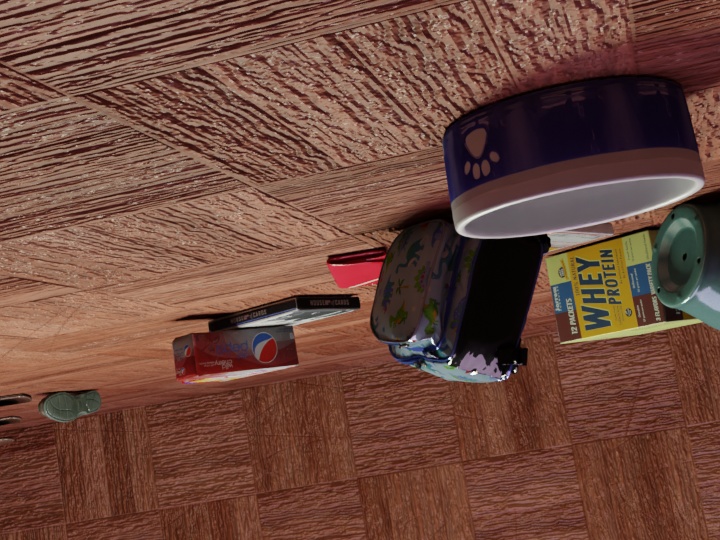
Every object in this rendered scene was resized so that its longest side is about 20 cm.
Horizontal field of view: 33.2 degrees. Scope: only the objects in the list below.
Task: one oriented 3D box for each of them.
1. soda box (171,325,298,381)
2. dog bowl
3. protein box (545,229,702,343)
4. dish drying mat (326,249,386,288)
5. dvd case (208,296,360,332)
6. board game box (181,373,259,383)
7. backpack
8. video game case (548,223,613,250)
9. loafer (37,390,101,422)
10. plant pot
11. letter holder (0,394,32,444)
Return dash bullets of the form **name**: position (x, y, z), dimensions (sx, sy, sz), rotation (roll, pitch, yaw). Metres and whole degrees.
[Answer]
- **soda box**: position (-0.197, 0.131, 1.918), dimensions (0.200, 0.070, 0.063), rotation (-2, 170, -41)
- **dog bowl**: position (0.168, -0.086, 0.970), dimensions (0.200, 0.079, 0.200), rotation (-9, 172, -1)
- **protein box**: position (0.424, 0.023, 1.819), dimensions (0.200, 0.135, 0.198), rotation (-3, 170, -41)
- **dish drying mat**: position (0.000, 0.000, 1.591), dimensions (0.077, 0.018, 0.200), rotation (-9, 172, 1)
- **dvd case**: position (-0.122, 0.071, 1.929), dimensions (0.200, 0.025, 0.150), rotation (-15, 170, 39)
- **board game box**: position (-0.265, 0.204, 2.609), dimensions (0.200, 0.046, 0.151), rotation (-14, 171, 30)
- **backpack**: position (0.097, 0.030, 1.375), dimensions (0.147, 0.183, 0.200), rotation (18, 167, -17)
- **video game case**: position (0.214, -0.034, 1.598), dimensions (0.200, 0.017, 0.143), rotation (-16, 170, 38)
- **loafer**: position (-0.702, 0.323, 2.877), dimensions (0.063, 0.072, 0.200), rotation (-7, 176, 27)
- **plant pot**: position (0.485, -0.007, 1.548), dimensions (0.188, 0.200, 0.200), rotation (9, 167, -14)
- **letter holder**: position (-0.826, 0.348, 2.794), dimensions (0.142, 0.101, 0.200), rotation (-9, 172, -13)
